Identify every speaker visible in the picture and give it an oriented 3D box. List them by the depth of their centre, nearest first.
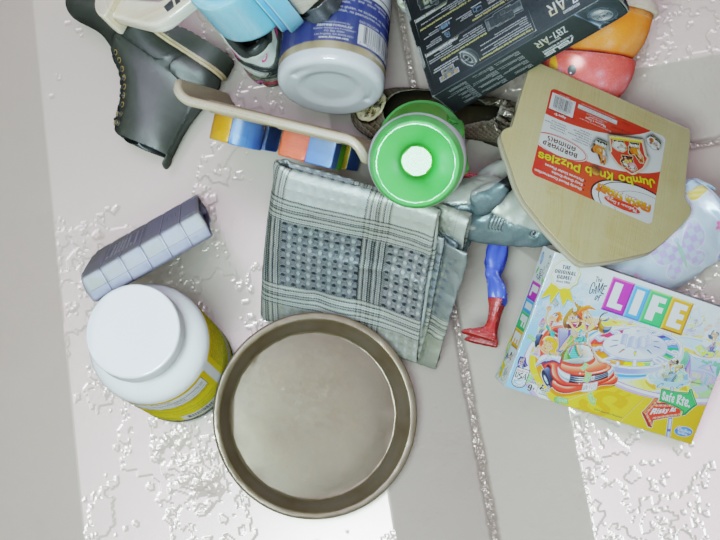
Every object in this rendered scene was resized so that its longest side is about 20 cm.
[{"bbox_3d":[0.054,-0.109,1.138,0.088,0.200,0.089,1,102,4],"label":"speaker"}]

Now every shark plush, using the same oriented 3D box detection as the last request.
[{"bbox_3d":[0.085,-0.037,1.198,0.200,0.091,0.083,-19,107,3],"label":"shark plush"}]

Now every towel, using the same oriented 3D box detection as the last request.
[{"bbox_3d":[0.000,0.000,1.209,0.200,0.193,0.035,15,35,9],"label":"towel"}]

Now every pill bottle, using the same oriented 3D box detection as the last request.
[{"bbox_3d":[-0.190,0.077,1.185,0.112,0.200,0.113,-1,75,5],"label":"pill bottle"},{"bbox_3d":[-0.023,-0.275,1.301,0.111,0.111,0.200,3,67,6],"label":"pill bottle"}]

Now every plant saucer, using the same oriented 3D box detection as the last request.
[{"bbox_3d":[-0.045,0.141,1.222,0.200,0.029,0.200,1,85,-7],"label":"plant saucer"}]

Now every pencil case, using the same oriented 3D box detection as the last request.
[{"bbox_3d":[0.268,-0.011,1.225,0.200,0.083,0.091,-29,98,-3],"label":"pencil case"}]

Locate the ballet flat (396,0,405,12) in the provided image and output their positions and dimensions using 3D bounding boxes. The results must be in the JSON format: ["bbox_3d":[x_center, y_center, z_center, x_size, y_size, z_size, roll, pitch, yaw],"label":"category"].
[{"bbox_3d":[0.074,-0.281,1.325,0.063,0.069,0.200,-39,74,9],"label":"ballet flat"}]

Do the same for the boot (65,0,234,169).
[{"bbox_3d":[-0.254,-0.211,1.334,0.200,0.077,0.138,28,84,12],"label":"boot"}]

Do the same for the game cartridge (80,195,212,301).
[{"bbox_3d":[-0.207,-0.023,1.219,0.130,0.200,0.038,-34,101,-1],"label":"game cartridge"}]

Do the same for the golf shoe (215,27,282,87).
[{"bbox_3d":[-0.136,-0.293,1.331,0.073,0.092,0.200,-35,73,3],"label":"golf shoe"}]

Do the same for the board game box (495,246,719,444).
[{"bbox_3d":[0.243,0.071,1.175,0.200,0.034,0.135,17,97,-13],"label":"board game box"}]

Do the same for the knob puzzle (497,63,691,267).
[{"bbox_3d":[0.217,-0.083,1.176,0.219,0.030,0.220,9,61,-16],"label":"knob puzzle"}]

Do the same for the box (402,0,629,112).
[{"bbox_3d":[0.142,-0.270,1.209,0.200,0.044,0.160,-28,59,24],"label":"box"}]

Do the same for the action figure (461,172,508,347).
[{"bbox_3d":[0.114,-0.033,1.256,0.099,0.065,0.200,14,79,10],"label":"action figure"}]

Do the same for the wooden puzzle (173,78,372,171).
[{"bbox_3d":[-0.074,-0.133,1.244,0.200,0.185,0.046,19,97,8],"label":"wooden puzzle"}]

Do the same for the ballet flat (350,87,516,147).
[{"bbox_3d":[0.080,-0.161,1.282,0.200,0.046,0.067,10,72,23],"label":"ballet flat"}]

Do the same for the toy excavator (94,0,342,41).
[{"bbox_3d":[-0.150,-0.277,1.233,0.200,0.100,0.195,-41,58,2],"label":"toy excavator"}]

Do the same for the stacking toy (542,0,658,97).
[{"bbox_3d":[0.223,-0.182,1.267,0.146,0.146,0.200,3,92,6],"label":"stacking toy"}]
